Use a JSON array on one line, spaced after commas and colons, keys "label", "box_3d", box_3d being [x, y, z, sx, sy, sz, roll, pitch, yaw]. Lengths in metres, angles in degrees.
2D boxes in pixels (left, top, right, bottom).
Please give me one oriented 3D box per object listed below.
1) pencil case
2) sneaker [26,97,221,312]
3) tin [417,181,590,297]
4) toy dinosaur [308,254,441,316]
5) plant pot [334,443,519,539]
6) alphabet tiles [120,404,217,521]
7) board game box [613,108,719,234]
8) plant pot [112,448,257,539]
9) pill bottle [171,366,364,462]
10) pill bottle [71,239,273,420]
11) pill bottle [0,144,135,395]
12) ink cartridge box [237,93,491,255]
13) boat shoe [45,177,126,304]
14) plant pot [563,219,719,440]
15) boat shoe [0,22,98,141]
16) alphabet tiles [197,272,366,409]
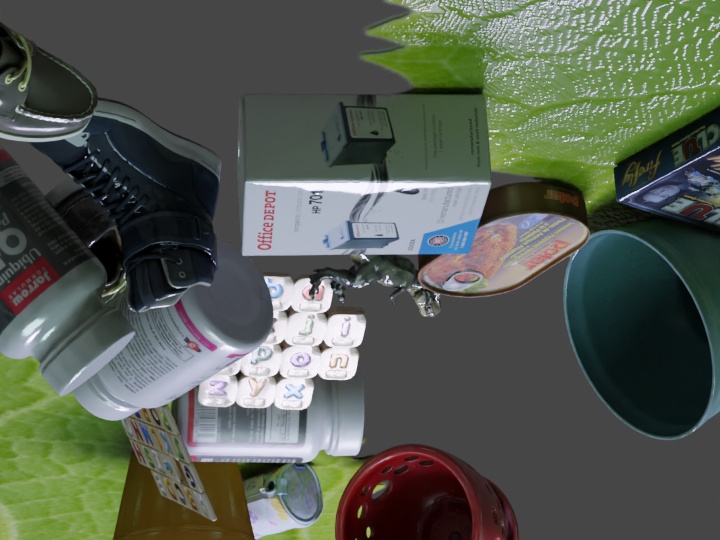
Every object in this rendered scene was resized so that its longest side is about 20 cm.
[{"label": "pencil case", "box_3d": [-0.139, 0.305, 2.428, 0.090, 0.084, 0.199, 3, 161, -46]}, {"label": "sneaker", "box_3d": [-0.192, -0.050, 1.532, 0.201, 0.148, 0.077, 21, 149, -40]}, {"label": "tin", "box_3d": [0.130, -0.027, 1.749, 0.111, 0.042, 0.200, 15, 152, -26]}, {"label": "toy dinosaur", "box_3d": [0.000, 0.000, 1.792, 0.088, 0.048, 0.200, -25, 148, 23]}, {"label": "plant pot", "box_3d": [0.091, 0.326, 2.370, 0.199, 0.203, 0.182, -12, 164, 22]}, {"label": "alphabet tiles", "box_3d": [-0.222, 0.176, 2.026, 0.008, 0.168, 0.200, -28, -166, -21]}, {"label": "board game box", "box_3d": [0.339, -0.076, 1.656, 0.199, 0.035, 0.135, 14, 152, -33]}, {"label": "plant pot", "box_3d": [-0.213, 0.300, 2.283, 0.198, 0.185, 0.201, -3, 157, -1]}, {"label": "pill bottle", "box_3d": [-0.101, 0.148, 2.033, 0.198, 0.115, 0.114, 2, 157, -9]}, {"label": "pill bottle", "box_3d": [-0.186, 0.061, 1.797, 0.113, 0.114, 0.199, 20, 141, -41]}, {"label": "pill bottle", "box_3d": [-0.277, 0.001, 1.549, 0.111, 0.200, 0.111, -41, 177, -3]}, {"label": "ink cartridge box", "box_3d": [-0.001, -0.078, 1.560, 0.198, 0.087, 0.147, -2, 157, -5]}, {"label": "boat shoe", "box_3d": [-0.239, -0.010, 1.683, 0.072, 0.060, 0.202, -37, 160, -16]}, {"label": "plant pot", "box_3d": [0.302, 0.039, 1.757, 0.133, 0.202, 0.200, -21, 168, -31]}, {"label": "boat shoe", "box_3d": [-0.276, -0.149, 1.385, 0.200, 0.073, 0.060, 19, 154, -32]}, {"label": "alphabet tiles", "box_3d": [-0.097, 0.070, 1.906, 0.198, 0.015, 0.197, 3, 135, -8]}]
